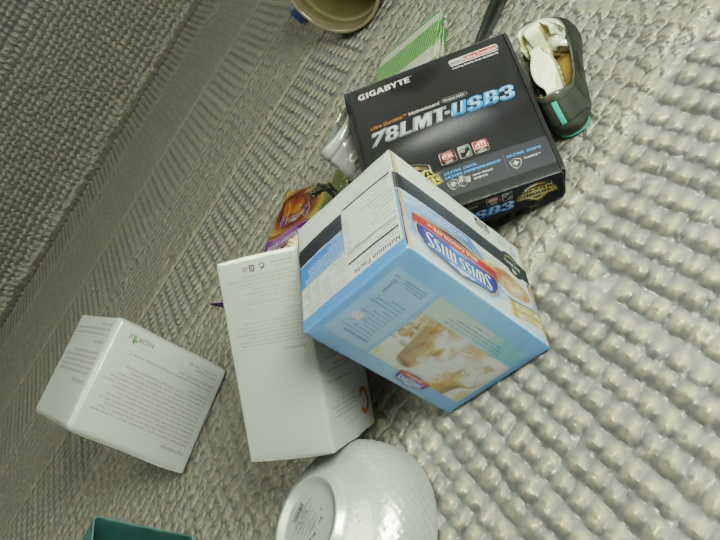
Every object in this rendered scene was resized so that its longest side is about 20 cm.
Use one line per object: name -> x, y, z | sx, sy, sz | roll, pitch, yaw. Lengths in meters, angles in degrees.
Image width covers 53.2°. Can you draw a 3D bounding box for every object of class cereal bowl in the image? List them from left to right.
cereal bowl -> -0.023, 0.257, 0.695 | 0.199, 0.083, 0.202 | -34, 40, 35

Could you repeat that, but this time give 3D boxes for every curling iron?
curling iron -> 0.198, -0.380, 0.968 | 0.202, 0.025, 0.049 | -60, 28, 0

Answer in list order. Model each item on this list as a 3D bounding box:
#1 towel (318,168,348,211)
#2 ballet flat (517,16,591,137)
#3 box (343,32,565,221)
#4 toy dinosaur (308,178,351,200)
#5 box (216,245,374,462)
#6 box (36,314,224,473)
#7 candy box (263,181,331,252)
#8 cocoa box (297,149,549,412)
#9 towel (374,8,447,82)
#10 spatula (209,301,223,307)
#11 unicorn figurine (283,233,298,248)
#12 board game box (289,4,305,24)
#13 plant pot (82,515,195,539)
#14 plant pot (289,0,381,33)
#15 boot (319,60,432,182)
towel -> 0.001, -0.080, 0.971 | 0.147, 0.036, 0.203 | 2, 65, 44
ballet flat -> 0.210, -0.233, 0.787 | 0.068, 0.068, 0.202 | -30, 41, 29
box -> 0.094, -0.140, 0.772 | 0.197, 0.050, 0.201 | -17, 60, 8
toy dinosaur -> -0.010, -0.106, 0.925 | 0.202, 0.087, 0.048 | -59, -5, -12
box -> -0.063, 0.080, 0.754 | 0.096, 0.124, 0.204 | -11, 88, 21
box -> -0.359, 0.188, 1.120 | 0.198, 0.199, 0.173 | -3, 59, 53
candy box -> -0.093, -0.025, 1.058 | 0.116, 0.056, 0.203 | -6, 61, 52
cocoa box -> 0.056, 0.017, 0.670 | 0.133, 0.199, 0.132 | -39, 37, 27
towel -> 0.070, -0.279, 1.072 | 0.152, 0.023, 0.203 | -28, 44, 42
spatula -> -0.086, 0.057, 0.877 | 0.197, 0.057, 0.021 | 13, 83, 13
unicorn figurine -> 0.000, 0.000, 0.850 | 0.138, 0.197, 0.075 | 112, 155, -43
board game box -> -0.072, -0.675, 1.585 | 0.198, 0.043, 0.202 | -33, 40, 35
plant pot -> -0.316, 0.445, 0.911 | 0.201, 0.140, 0.142 | -53, 31, 24
plant pot -> -0.026, -0.570, 1.317 | 0.199, 0.200, 0.175 | -21, 31, 45
boot -> 0.031, -0.199, 0.888 | 0.202, 0.095, 0.073 | -59, 12, -14
